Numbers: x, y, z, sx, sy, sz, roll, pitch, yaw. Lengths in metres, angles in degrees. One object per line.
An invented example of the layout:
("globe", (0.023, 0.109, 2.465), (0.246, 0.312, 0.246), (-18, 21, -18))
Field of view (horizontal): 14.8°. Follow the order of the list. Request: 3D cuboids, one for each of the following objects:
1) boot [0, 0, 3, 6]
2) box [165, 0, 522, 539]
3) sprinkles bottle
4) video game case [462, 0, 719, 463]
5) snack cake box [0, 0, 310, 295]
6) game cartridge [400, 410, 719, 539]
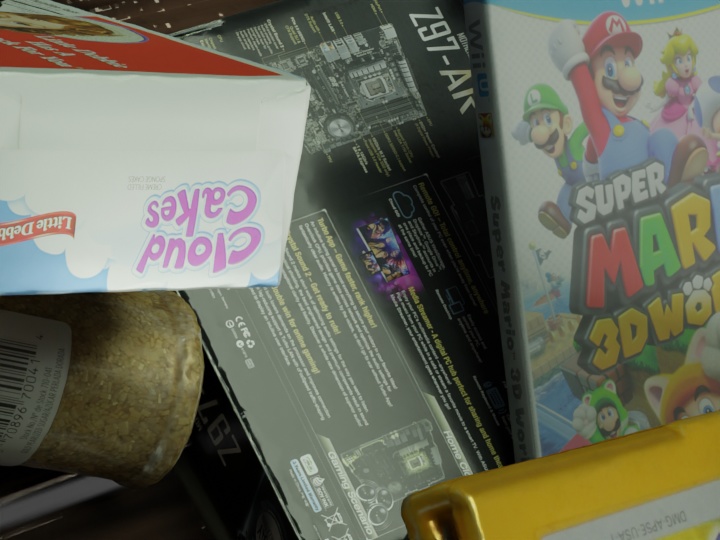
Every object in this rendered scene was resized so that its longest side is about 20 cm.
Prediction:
("boot", (-0.183, -0.119, 0.887), (0.132, 0.200, 0.070), (1, 90, -16))
("box", (0.000, 0.000, 0.978), (0.160, 0.044, 0.200), (-21, 76, -30))
("sprinkles bottle", (-0.151, 0.023, 0.875), (0.200, 0.068, 0.068), (12, 51, -28))
("video game case", (0.108, -0.011, 0.963), (0.143, 0.018, 0.200), (-10, 96, -30))
("snack cake box", (-0.120, -0.047, 0.868), (0.115, 0.067, 0.200), (1, 12, -35))
("game cartridge", (0.109, 0.136, 0.880), (0.200, 0.032, 0.176), (-10, 81, -48))
